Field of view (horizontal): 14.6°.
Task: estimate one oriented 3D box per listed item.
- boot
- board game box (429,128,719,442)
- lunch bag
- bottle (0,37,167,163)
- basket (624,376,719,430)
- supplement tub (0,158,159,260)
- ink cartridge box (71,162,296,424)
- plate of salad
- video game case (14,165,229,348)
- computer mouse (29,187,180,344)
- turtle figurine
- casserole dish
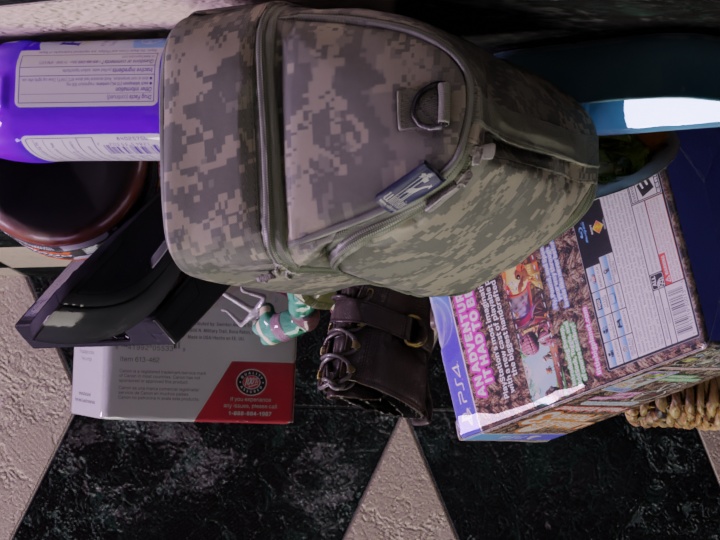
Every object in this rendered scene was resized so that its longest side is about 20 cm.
[{"bbox_3d":[0.000,0.000,1.832,0.069,0.174,0.200,-5,155,40],"label":"boot"},{"bbox_3d":[0.149,0.006,1.783,0.200,0.160,0.097,-23,162,37],"label":"board game box"},{"bbox_3d":[0.013,-0.060,1.381,0.168,0.139,0.200,-6,173,25],"label":"lunch bag"},{"bbox_3d":[-0.162,-0.090,1.497,0.200,0.065,0.084,0,176,19],"label":"bottle"},{"bbox_3d":[0.262,0.014,1.943,0.149,0.200,0.143,0,175,10],"label":"basket"},{"bbox_3d":[-0.173,-0.060,1.664,0.107,0.107,0.200,1,176,-1],"label":"supplement tub"},{"bbox_3d":[-0.123,0.007,2.001,0.146,0.200,0.083,3,179,-22],"label":"ink cartridge box"},{"bbox_3d":[0.084,-0.075,1.631,0.200,0.048,0.200,-6,-159,2],"label":"plate of salad"},{"bbox_3d":[-0.102,-0.030,1.715,0.026,0.200,0.181,51,153,-21],"label":"video game case"},{"bbox_3d":[-0.100,-0.029,1.589,0.200,0.046,0.140,-47,-179,-42],"label":"computer mouse"},{"bbox_3d":[-0.029,-0.009,1.929,0.200,0.150,0.101,5,-160,-37],"label":"turtle figurine"},{"bbox_3d":[0.143,-0.098,1.489,0.121,0.039,0.200,4,176,-43],"label":"casserole dish"}]
